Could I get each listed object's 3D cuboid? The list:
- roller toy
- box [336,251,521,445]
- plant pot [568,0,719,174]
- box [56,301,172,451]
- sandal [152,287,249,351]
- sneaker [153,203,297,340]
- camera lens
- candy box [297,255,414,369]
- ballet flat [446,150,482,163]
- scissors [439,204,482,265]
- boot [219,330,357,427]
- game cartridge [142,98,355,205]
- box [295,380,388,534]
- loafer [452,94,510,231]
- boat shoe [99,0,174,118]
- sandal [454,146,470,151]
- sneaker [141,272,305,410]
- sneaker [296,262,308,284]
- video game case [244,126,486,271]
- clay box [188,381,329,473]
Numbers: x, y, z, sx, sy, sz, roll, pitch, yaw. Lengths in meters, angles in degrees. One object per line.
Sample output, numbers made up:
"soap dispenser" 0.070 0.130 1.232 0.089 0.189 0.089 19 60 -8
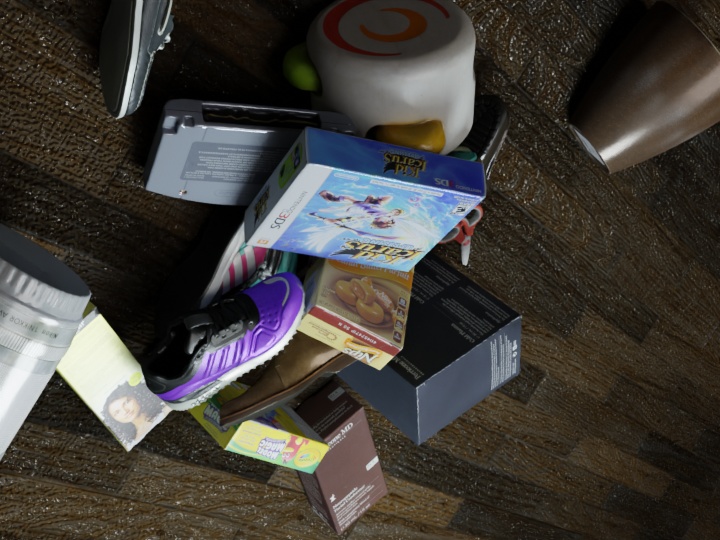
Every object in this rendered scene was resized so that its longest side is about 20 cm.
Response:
"roller toy" 0.036 -0.201 1.276 0.182 0.198 0.141 -41 142 -36
"box" 0.073 0.088 1.518 0.181 0.199 0.105 -29 136 -27
"plant pot" 0.393 -0.235 1.659 0.199 0.188 0.187 -40 142 5
"box" -0.278 0.109 1.285 0.075 0.050 0.201 -43 140 -14
"sandal" -0.152 0.078 1.377 0.200 0.080 0.058 -34 152 -25
"sneaker" -0.138 0.008 1.337 0.120 0.083 0.202 34 90 -42
"camera lens" -0.357 0.069 1.083 0.202 0.159 0.159 -57 142 3
"candy box" 0.000 0.000 1.362 0.114 0.202 0.055 27 137 -18
"ballet flat" 0.048 -0.095 1.310 0.070 0.197 0.072 -6 98 -58
"scissors" 0.144 -0.046 1.575 0.073 0.014 0.200 -42 159 5
"boot" -0.084 0.107 1.336 0.198 0.076 0.074 -31 179 -24
"game cartridge" -0.117 -0.116 1.219 0.197 0.041 0.134 2 145 -22
"box" -0.033 0.258 1.634 0.100 0.075 0.202 -37 137 -20
"loafer" 0.137 -0.134 1.534 0.071 0.073 0.202 -2 128 -49
"boat shoe" -0.197 -0.238 1.096 0.060 0.076 0.203 -6 122 -36
"sandal" 0.046 -0.146 1.421 0.198 0.058 0.079 4 156 -37
"sneaker" -0.148 0.066 1.259 0.199 0.070 0.100 -39 146 0
"sneaker" -0.022 0.030 1.441 0.200 0.112 0.073 -42 149 -13
"video game case" 0.001 -0.067 1.230 0.197 0.046 0.181 9 153 -22
"clay box" -0.137 0.178 1.431 0.199 0.115 0.048 27 99 -51
